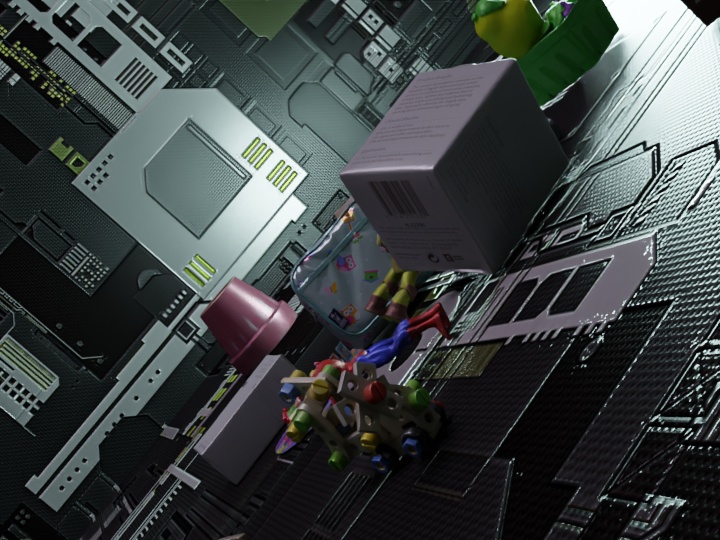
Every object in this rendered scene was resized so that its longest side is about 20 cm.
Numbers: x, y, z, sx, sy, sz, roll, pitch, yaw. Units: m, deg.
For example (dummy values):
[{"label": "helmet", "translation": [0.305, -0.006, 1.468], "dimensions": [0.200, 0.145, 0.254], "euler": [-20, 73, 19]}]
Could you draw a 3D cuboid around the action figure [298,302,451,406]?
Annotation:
[{"label": "action figure", "translation": [0.023, 0.126, 1.210], "dimensions": [0.198, 0.100, 0.065], "euler": [-24, 10, 12]}]

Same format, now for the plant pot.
[{"label": "plant pot", "translation": [-0.278, 0.120, 2.500], "dimensions": [0.200, 0.179, 0.200], "euler": [-47, 7, 8]}]

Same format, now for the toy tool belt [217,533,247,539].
[{"label": "toy tool belt", "translation": [-0.113, 0.298, 0.870], "dimensions": [0.200, 0.123, 0.125], "euler": [-45, 8, 33]}]

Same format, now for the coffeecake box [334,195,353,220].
[{"label": "coffeecake box", "translation": [0.073, -0.134, 1.866], "dimensions": [0.152, 0.074, 0.200], "euler": [-10, -24, -44]}]

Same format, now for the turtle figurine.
[{"label": "turtle figurine", "translation": [0.072, -0.009, 1.389], "dimensions": [0.198, 0.064, 0.163], "euler": [17, 82, 42]}]

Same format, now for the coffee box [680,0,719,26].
[{"label": "coffee box", "translation": [0.417, -0.393, 1.236], "dimensions": [0.080, 0.113, 0.201], "euler": [-41, 11, 45]}]

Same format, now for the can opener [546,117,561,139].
[{"label": "can opener", "translation": [0.201, -0.139, 1.477], "dimensions": [0.199, 0.067, 0.053], "euler": [-39, 11, 9]}]

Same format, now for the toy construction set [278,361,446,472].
[{"label": "toy construction set", "translation": [0.001, 0.132, 0.989], "dimensions": [0.092, 0.131, 0.200], "euler": [-52, 8, -23]}]

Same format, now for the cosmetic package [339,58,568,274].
[{"label": "cosmetic package", "translation": [0.117, -0.125, 1.276], "dimensions": [0.166, 0.167, 0.201], "euler": [3, 48, 48]}]

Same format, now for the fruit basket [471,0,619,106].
[{"label": "fruit basket", "translation": [0.279, -0.384, 1.670], "dimensions": [0.156, 0.215, 0.215], "euler": [-53, 9, -30]}]

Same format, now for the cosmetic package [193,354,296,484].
[{"label": "cosmetic package", "translation": [-0.174, 0.238, 1.682], "dimensions": [0.201, 0.081, 0.113], "euler": [-50, 9, -15]}]

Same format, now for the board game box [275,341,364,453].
[{"label": "board game box", "translation": [-0.075, 0.180, 1.542], "dimensions": [0.158, 0.039, 0.201], "euler": [-41, 11, 48]}]

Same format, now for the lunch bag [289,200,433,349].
[{"label": "lunch bag", "translation": [0.000, 0.000, 1.500], "dimensions": [0.200, 0.160, 0.077], "euler": [-47, -17, -10]}]
